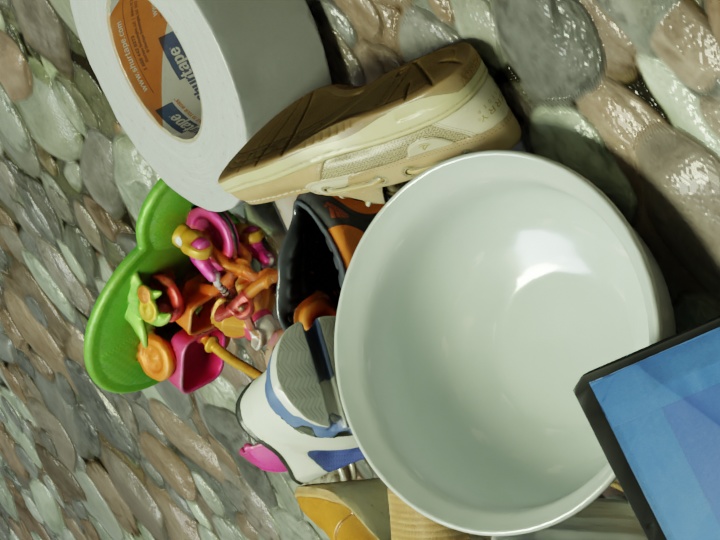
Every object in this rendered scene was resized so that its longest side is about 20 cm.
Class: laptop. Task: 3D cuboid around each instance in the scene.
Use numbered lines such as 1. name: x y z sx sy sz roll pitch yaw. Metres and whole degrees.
1. laptop: 0.224 0.106 1.205 0.200 0.103 0.177 5 127 62

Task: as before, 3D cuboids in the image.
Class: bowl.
1. bowl: 0.092 0.039 1.350 0.201 0.090 0.201 -2 86 36

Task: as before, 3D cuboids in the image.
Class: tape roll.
1. tape roll: -0.100 -0.139 1.559 0.200 0.066 0.200 43 149 34

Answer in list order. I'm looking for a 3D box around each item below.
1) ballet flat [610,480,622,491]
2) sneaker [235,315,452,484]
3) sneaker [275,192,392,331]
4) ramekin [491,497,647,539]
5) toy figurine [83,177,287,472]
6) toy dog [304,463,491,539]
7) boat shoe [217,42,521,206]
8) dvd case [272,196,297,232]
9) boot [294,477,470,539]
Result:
1. ballet flat: 0.181 0.107 1.368 0.200 0.068 0.072 21 160 49
2. sneaker: 0.010 0.071 1.458 0.115 0.199 0.081 -32 62 53
3. sneaker: 0.003 0.028 1.518 0.078 0.112 0.200 -8 118 36
4. ramekin: 0.133 0.220 1.420 0.098 0.201 0.201 -2 133 13
5. toy figurine: -0.066 0.048 1.702 0.184 0.150 0.200 37 132 28
6. toy dog: 0.051 0.149 1.568 0.200 0.096 0.132 -11 87 60
7. boat shoe: 0.001 -0.064 1.414 0.200 0.071 0.065 -16 120 45
8. dvd case: 0.000 0.000 1.632 0.143 0.018 0.200 17 136 57
9. boot: 0.017 0.190 1.449 0.201 0.071 0.144 173 92 -69
